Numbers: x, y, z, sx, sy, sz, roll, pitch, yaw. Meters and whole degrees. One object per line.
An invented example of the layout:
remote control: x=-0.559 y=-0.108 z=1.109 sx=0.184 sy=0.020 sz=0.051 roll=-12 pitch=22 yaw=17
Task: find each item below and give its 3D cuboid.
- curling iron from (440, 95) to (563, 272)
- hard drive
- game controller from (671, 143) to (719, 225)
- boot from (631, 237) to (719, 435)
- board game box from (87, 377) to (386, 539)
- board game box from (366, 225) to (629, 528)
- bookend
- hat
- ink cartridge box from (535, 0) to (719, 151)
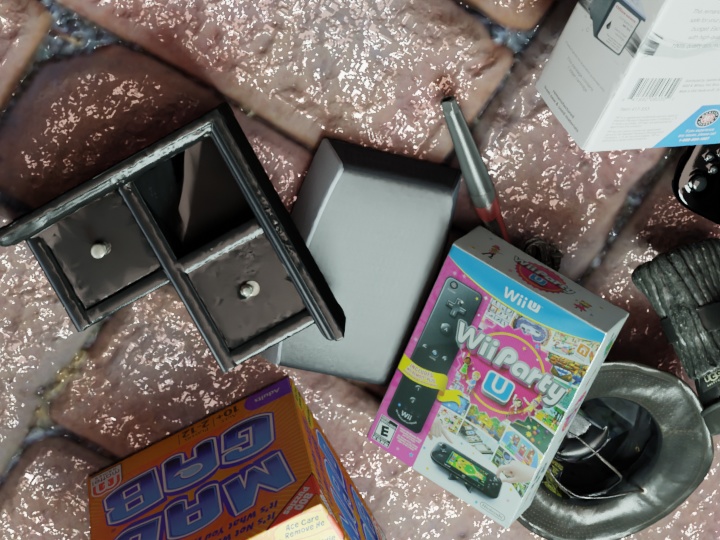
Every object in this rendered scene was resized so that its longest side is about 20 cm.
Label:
curling iron: x=0.111 y=-0.062 z=1.478 sx=0.050 sy=0.026 sz=0.200 roll=-29 pitch=118 yaw=4
hard drive: x=0.000 y=0.000 z=1.480 sx=0.135 sy=0.042 sz=0.200 roll=13 pitch=113 yaw=-15
game controller: x=0.357 y=-0.069 z=1.508 sx=0.200 sy=0.042 sz=0.104 roll=23 pitch=110 yaw=-20
boot: x=0.312 y=0.054 z=1.534 sx=0.079 sy=0.211 sz=0.158 roll=-30 pitch=75 yaw=18
board game box: x=-0.090 y=0.254 z=1.500 sx=0.200 sy=0.200 sz=0.200 roll=-27 pitch=117 yaw=4
board game box: x=0.109 y=0.087 z=1.481 sx=0.147 sy=0.064 sz=0.200 roll=31 pitch=116 yaw=16
bookend: x=-0.145 y=0.004 z=1.396 sx=0.200 sy=0.092 sz=0.199 roll=-28 pitch=97 yaw=5
hat: x=0.206 y=0.141 z=1.565 sx=0.200 sy=0.081 sz=0.201 roll=2 pitch=121 yaw=4
ink cartridge box: x=0.243 y=-0.191 z=1.350 sx=0.146 sy=0.086 sz=0.200 roll=-6 pitch=137 yaw=-34
